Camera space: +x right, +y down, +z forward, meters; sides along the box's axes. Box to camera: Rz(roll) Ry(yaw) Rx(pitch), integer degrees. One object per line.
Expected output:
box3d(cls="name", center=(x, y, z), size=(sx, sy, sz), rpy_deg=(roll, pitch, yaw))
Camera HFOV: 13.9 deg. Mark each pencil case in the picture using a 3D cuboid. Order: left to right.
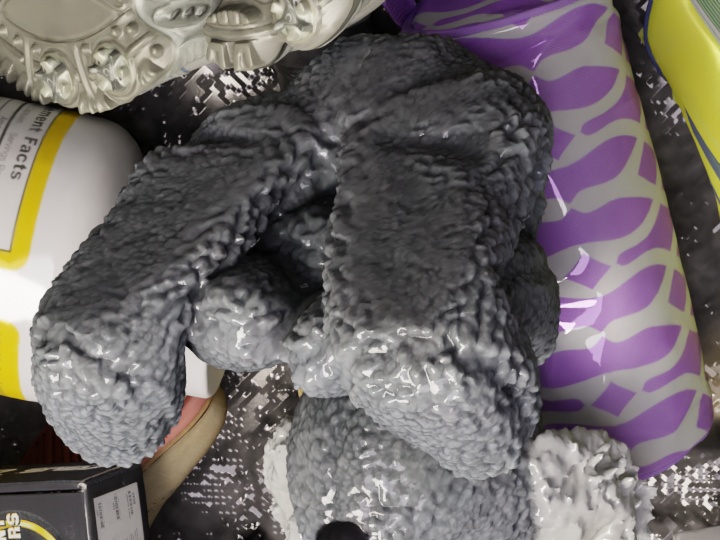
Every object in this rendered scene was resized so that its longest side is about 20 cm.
box3d(cls="pencil case", center=(0.073, -0.015, 1.093), size=(0.085, 0.084, 0.201), rpy_deg=(-1, 110, 36))

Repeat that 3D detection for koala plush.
box3d(cls="koala plush", center=(0.014, 0.041, 1.025), size=(0.177, 0.184, 0.200), rpy_deg=(-1, 131, 27))

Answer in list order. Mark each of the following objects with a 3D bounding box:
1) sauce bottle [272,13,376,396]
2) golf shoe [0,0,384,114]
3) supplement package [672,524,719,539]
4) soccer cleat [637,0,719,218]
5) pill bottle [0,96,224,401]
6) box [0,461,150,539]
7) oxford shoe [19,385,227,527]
box3d(cls="sauce bottle", center=(0.000, 0.000, 1.118), size=(0.064, 0.065, 0.201), rpy_deg=(-6, 107, 11))
box3d(cls="golf shoe", center=(-0.059, -0.107, 1.082), size=(0.200, 0.097, 0.079), rpy_deg=(1, 107, 39))
box3d(cls="supplement package", center=(0.226, 0.160, 1.095), size=(0.199, 0.120, 0.121), rpy_deg=(-11, 125, 13))
box3d(cls="soccer cleat", center=(0.143, -0.063, 1.082), size=(0.084, 0.065, 0.201), rpy_deg=(10, 120, 38))
box3d(cls="pill bottle", center=(-0.145, -0.011, 1.111), size=(0.199, 0.111, 0.112), rpy_deg=(12, 112, 6))
box3d(cls="box", center=(-0.149, 0.176, 1.132), size=(0.161, 0.049, 0.201), rpy_deg=(-3, 97, 28))
box3d(cls="oxford shoe", center=(-0.110, 0.111, 1.183), size=(0.075, 0.071, 0.200), rpy_deg=(34, 117, -24))
